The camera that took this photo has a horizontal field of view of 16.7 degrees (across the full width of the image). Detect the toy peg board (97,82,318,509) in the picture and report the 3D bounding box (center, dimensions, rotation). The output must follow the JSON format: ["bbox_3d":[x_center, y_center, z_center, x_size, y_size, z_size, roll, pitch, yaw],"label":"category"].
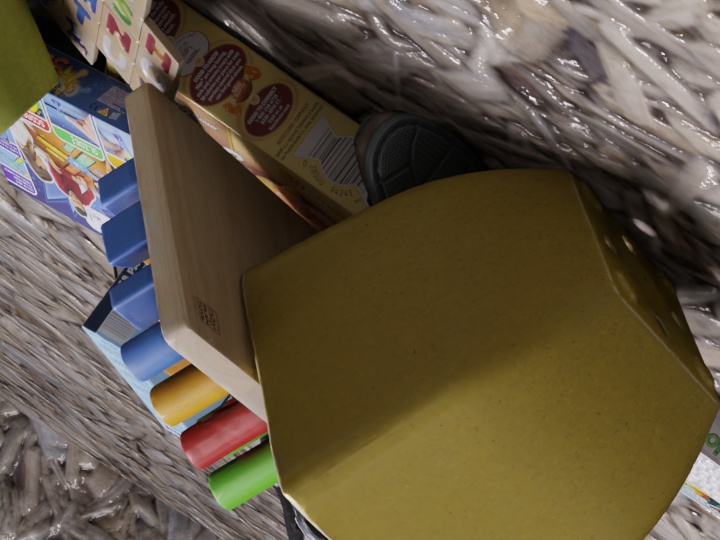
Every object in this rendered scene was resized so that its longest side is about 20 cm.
[{"bbox_3d":[-0.091,0.031,1.446,0.199,0.098,0.200,41,-155,-42],"label":"toy peg board"}]

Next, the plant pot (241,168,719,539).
[{"bbox_3d":[0.079,0.061,1.353,0.196,0.200,0.194,46,-162,-35],"label":"plant pot"}]

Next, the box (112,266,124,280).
[{"bbox_3d":[-0.156,-0.021,1.874,0.200,0.036,0.143,63,-165,-64],"label":"box"}]

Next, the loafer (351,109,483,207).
[{"bbox_3d":[0.049,-0.029,1.458,0.063,0.072,0.200,29,169,49],"label":"loafer"}]

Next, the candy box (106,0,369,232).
[{"bbox_3d":[-0.067,-0.090,1.555,0.200,0.055,0.115,36,165,6],"label":"candy box"}]

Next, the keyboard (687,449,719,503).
[{"bbox_3d":[0.217,0.126,1.547,0.200,0.011,0.056,35,165,4],"label":"keyboard"}]

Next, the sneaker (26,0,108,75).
[{"bbox_3d":[-0.187,-0.124,1.674,0.074,0.085,0.200,21,161,44],"label":"sneaker"}]

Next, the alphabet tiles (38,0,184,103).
[{"bbox_3d":[-0.174,-0.180,1.461,0.200,0.008,0.167,51,161,8],"label":"alphabet tiles"}]

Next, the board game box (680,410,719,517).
[{"bbox_3d":[0.192,0.098,1.608,0.200,0.035,0.126,33,166,12],"label":"board game box"}]

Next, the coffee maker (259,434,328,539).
[{"bbox_3d":[-0.012,0.122,1.626,0.192,0.135,0.200,52,168,19],"label":"coffee maker"}]

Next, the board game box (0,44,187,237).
[{"bbox_3d":[-0.175,-0.077,1.602,0.200,0.034,0.136,28,149,35],"label":"board game box"}]

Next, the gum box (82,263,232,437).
[{"bbox_3d":[-0.109,0.022,1.798,0.045,0.170,0.200,29,165,24],"label":"gum box"}]

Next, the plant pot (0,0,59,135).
[{"bbox_3d":[-0.285,-0.160,1.504,0.200,0.187,0.187,48,165,-9],"label":"plant pot"}]
